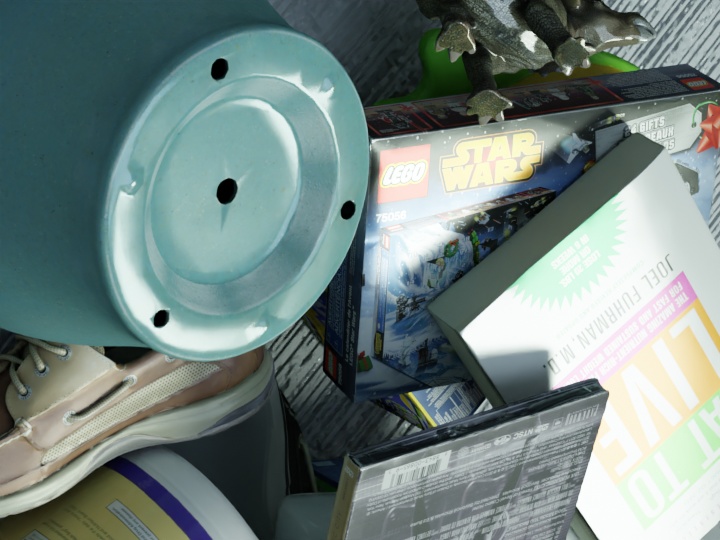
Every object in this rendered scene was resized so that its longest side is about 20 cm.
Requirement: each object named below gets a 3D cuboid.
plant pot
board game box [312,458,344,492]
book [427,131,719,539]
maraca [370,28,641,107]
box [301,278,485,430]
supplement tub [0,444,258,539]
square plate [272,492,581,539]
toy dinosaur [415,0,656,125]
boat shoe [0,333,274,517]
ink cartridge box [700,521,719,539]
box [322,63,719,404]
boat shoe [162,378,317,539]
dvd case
[{"bbox_3d":[-0.104,-0.056,0.903,0.199,0.187,0.202,-19,120,-37],"label":"plant pot"},{"bbox_3d":[0.033,0.172,1.243,0.199,0.034,0.136,3,106,-45],"label":"board game box"},{"bbox_3d":[0.133,0.047,1.086,0.133,0.048,0.200,-40,125,-7],"label":"book"},{"bbox_3d":[0.088,-0.060,1.146,0.199,0.107,0.138,27,102,-38],"label":"maraca"},{"bbox_3d":[0.000,0.000,1.111,0.064,0.070,0.200,-50,134,-14],"label":"box"},{"bbox_3d":[-0.141,0.187,1.004,0.200,0.145,0.146,-36,129,-27],"label":"supplement tub"},{"bbox_3d":[0.037,0.210,1.129,0.199,0.028,0.200,1,100,-32],"label":"square plate"},{"bbox_3d":[0.052,-0.135,1.010,0.200,0.103,0.077,36,113,-29],"label":"toy dinosaur"},{"bbox_3d":[-0.134,0.050,0.990,0.199,0.076,0.072,-22,125,-25],"label":"boat shoe"},{"bbox_3d":[0.186,0.119,1.287,0.084,0.146,0.202,-12,116,-39],"label":"ink cartridge box"},{"bbox_3d":[0.080,-0.020,1.069,0.199,0.040,0.138,-9,119,-26],"label":"box"},{"bbox_3d":[-0.059,0.100,1.110,0.064,0.070,0.201,-54,138,-61],"label":"boat shoe"},{"bbox_3d":[0.036,0.149,1.037,0.148,0.016,0.201,-14,131,-35],"label":"dvd case"}]
